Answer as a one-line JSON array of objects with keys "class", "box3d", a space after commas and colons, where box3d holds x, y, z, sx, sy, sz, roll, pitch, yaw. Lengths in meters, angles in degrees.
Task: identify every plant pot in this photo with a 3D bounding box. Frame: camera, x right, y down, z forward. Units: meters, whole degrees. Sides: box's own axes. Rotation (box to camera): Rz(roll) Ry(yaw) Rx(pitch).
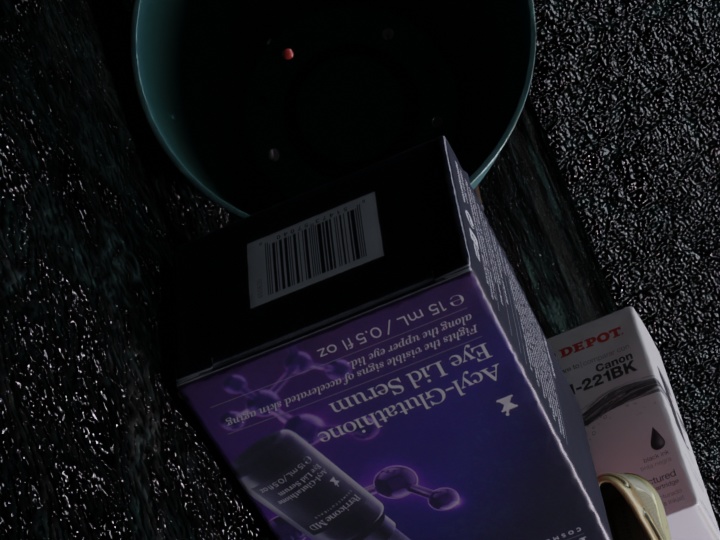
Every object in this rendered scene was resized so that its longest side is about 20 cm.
[{"class": "plant pot", "box3d": [-0.009, -0.101, 1.078, 0.161, 0.199, 0.202, 72, -2, -79]}]

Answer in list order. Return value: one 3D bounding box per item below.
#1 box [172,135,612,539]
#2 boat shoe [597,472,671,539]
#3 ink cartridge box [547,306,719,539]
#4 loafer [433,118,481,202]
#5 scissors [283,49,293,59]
[{"class": "box", "box3d": [0.017, 0.062, 0.979, 0.105, 0.147, 0.201, -98, 162, -52]}, {"class": "boat shoe", "box3d": [0.199, 0.236, 1.407, 0.063, 0.073, 0.202, 21, 54, -70]}, {"class": "ink cartridge box", "box3d": [0.188, 0.148, 1.642, 0.084, 0.143, 0.201, 55, 16, -48]}, {"class": "loafer", "box3d": [0.061, -0.080, 1.706, 0.071, 0.072, 0.201, 71, 10, -49]}, {"class": "scissors", "box3d": [-0.039, -0.161, 1.504, 0.073, 0.014, 0.200, 62, 11, -19]}]
